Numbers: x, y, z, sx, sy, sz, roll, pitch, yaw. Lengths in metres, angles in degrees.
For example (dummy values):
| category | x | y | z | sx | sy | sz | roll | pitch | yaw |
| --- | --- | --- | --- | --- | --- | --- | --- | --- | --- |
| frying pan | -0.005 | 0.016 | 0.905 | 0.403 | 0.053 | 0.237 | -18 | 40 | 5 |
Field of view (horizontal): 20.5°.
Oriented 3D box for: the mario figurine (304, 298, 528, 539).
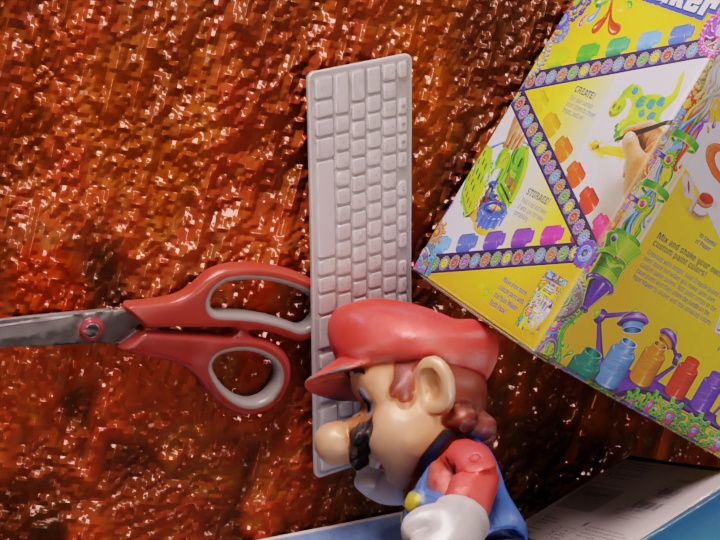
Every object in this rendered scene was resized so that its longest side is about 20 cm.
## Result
| category | x | y | z | sx | sy | sz | roll | pitch | yaw |
| --- | --- | --- | --- | --- | --- | --- | --- | --- | --- |
| mario figurine | 0.025 | 0.107 | 0.881 | 0.106 | 0.200 | 0.123 | -7 | 155 | -40 |

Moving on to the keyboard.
| category | x | y | z | sx | sy | sz | roll | pitch | yaw |
| --- | --- | --- | --- | --- | --- | --- | --- | --- | --- |
| keyboard | 0.000 | 0.000 | 0.923 | 0.056 | 0.011 | 0.200 | -18 | 117 | -36 |

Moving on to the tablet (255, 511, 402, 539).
| category | x | y | z | sx | sy | sz | roll | pitch | yaw |
| --- | --- | --- | --- | --- | --- | --- | --- | --- | --- |
| tablet | -0.006 | 0.171 | 0.929 | 0.200 | 0.130 | 0.014 | -8 | 133 | -21 |

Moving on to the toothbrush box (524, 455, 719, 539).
| category | x | y | z | sx | sy | sz | roll | pitch | yaw |
| --- | --- | --- | --- | --- | --- | --- | --- | --- | --- |
| toothbrush box | 0.168 | 0.197 | 0.949 | 0.085 | 0.146 | 0.200 | -28 | 94 | -14 |

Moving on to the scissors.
| category | x | y | z | sx | sy | sz | roll | pitch | yaw |
| --- | --- | --- | --- | --- | --- | --- | --- | --- | --- |
| scissors | -0.108 | 0.019 | 0.889 | 0.200 | 0.014 | 0.073 | 13 | 106 | -27 |

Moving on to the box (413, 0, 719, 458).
| category | x | y | z | sx | sy | sz | roll | pitch | yaw |
| --- | --- | --- | --- | --- | --- | --- | --- | --- | --- |
| box | 0.171 | -0.023 | 0.931 | 0.200 | 0.122 | 0.193 | 30 | 94 | -31 |
